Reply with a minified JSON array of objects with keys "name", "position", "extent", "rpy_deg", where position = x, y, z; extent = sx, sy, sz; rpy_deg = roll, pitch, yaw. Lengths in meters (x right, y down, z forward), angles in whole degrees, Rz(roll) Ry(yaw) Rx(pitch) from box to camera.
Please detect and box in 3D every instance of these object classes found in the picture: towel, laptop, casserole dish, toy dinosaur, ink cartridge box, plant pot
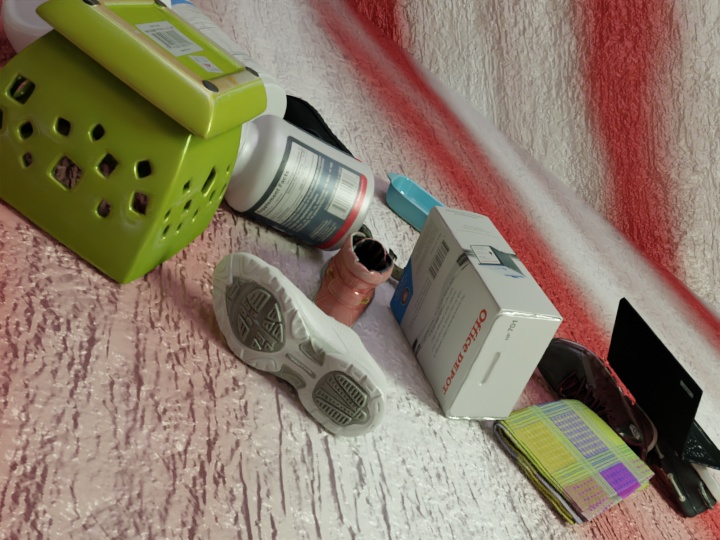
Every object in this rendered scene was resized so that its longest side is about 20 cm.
[{"name":"towel","position":[0.243,0.209,0.942],"extent":[0.199,0.023,0.144],"rpy_deg":[-3,43,-49]},{"name":"laptop","position":[0.411,0.150,1.070],"extent":[0.199,0.104,0.178],"rpy_deg":[20,28,-33]},{"name":"casserole dish","position":[0.116,-0.088,1.379],"extent":[0.200,0.039,0.121],"rpy_deg":[39,20,2]},{"name":"toy dinosaur","position":[-0.002,-0.042,1.079],"extent":[0.200,0.048,0.088],"rpy_deg":[43,7,17]},{"name":"ink cartridge box","position":[0.120,0.045,0.928],"extent":[0.085,0.147,0.200],"rpy_deg":[7,33,-26]},{"name":"plant pot","position":[-0.208,-0.136,0.750],"extent":[0.198,0.182,0.200],"rpy_deg":[37,21,-2]}]

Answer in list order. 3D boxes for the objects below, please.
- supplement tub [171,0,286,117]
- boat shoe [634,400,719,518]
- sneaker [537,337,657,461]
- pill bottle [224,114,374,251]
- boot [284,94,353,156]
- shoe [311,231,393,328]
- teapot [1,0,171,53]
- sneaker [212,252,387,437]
[{"name":"supplement tub","position":[-0.204,-0.243,1.053],"extent":[0.200,0.132,0.132],"rpy_deg":[45,22,18]},{"name":"boat shoe","position":[0.415,0.245,1.126],"extent":[0.076,0.060,0.200],"rpy_deg":[49,11,-28]},{"name":"sneaker","position":[0.303,0.174,1.079],"extent":[0.200,0.076,0.115],"rpy_deg":[42,24,10]},{"name":"pill bottle","position":[-0.094,-0.112,0.972],"extent":[0.199,0.120,0.120],"rpy_deg":[25,24,-29]},{"name":"boot","position":[-0.107,-0.191,1.195],"extent":[0.198,0.074,0.162],"rpy_deg":[46,25,20]},{"name":"shoe","position":[0.000,0.000,0.925],"extent":[0.071,0.091,0.200],"rpy_deg":[36,21,-3]},{"name":"teapot","position":[-0.298,-0.272,0.948],"extent":[0.146,0.196,0.201],"rpy_deg":[70,17,-55]},{"name":"sneaker","position":[-0.053,0.062,0.754],"extent":[0.200,0.078,0.099],"rpy_deg":[47,14,1]}]
